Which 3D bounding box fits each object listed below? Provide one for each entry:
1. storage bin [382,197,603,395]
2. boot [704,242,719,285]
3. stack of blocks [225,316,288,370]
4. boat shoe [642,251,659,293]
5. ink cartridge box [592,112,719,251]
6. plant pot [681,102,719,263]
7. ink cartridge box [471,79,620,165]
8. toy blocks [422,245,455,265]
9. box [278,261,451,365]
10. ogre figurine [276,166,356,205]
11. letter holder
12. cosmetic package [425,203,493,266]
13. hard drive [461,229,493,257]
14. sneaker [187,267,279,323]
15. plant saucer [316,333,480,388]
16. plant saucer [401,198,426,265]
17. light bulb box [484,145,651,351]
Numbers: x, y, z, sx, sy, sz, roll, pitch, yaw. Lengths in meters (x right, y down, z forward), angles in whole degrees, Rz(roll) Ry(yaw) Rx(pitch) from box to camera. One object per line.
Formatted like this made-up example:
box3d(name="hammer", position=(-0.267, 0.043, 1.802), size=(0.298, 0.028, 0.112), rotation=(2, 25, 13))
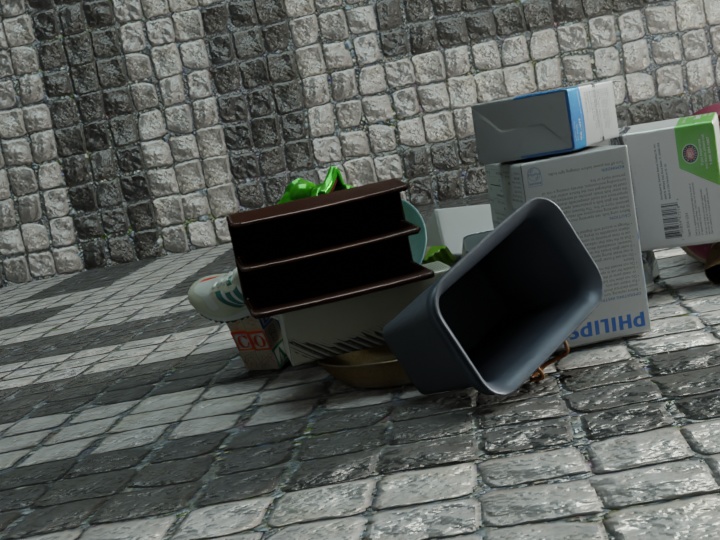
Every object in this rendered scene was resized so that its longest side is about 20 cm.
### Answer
box3d(name="storage bin", position=(0.127, 0.045, 1.224), size=(0.199, 0.147, 0.134), rotation=(-39, 8, -34))
box3d(name="boot", position=(0.502, -0.019, 1.464), size=(0.198, 0.074, 0.075), rotation=(-15, 18, 40))
box3d(name="stack of blocks", position=(-0.085, 0.048, 1.603), size=(0.058, 0.116, 0.200), rotation=(-7, 27, 35))
box3d(name="boat shoe", position=(0.339, -0.007, 1.573), size=(0.073, 0.066, 0.202), rotation=(-8, 8, 25))
box3d(name="ink cartridge box", position=(0.345, -0.103, 1.522), size=(0.197, 0.148, 0.084), rotation=(-6, 12, 22))
box3d(name="plant pot", position=(0.493, -0.103, 1.658), size=(0.197, 0.203, 0.179), rotation=(-7, 23, 29))
box3d(name="ink cartridge box", position=(0.218, -0.169, 1.392), size=(0.114, 0.069, 0.199), rotation=(-6, 8, 31))
box3d(name="toy blocks", position=(0.019, 0.039, 1.553), size=(0.198, 0.100, 0.137), rotation=(-2, 45, 48))
box3d(name="box", position=(0.009, 0.046, 1.376), size=(0.197, 0.070, 0.082), rotation=(-13, 7, -6))
box3d(name="ogre figurine", position=(-0.035, -0.051, 1.479), size=(0.198, 0.121, 0.098), rotation=(-3, -32, 38))
box3d(name="letter holder", position=(-0.034, -0.024, 1.319), size=(0.197, 0.102, 0.142), rotation=(-13, 10, -8))
box3d(name="cosmetic package", position=(0.189, -0.043, 1.727), size=(0.197, 0.072, 0.102), rotation=(-6, -20, -17))
box3d(name="hard drive", position=(0.200, -0.013, 1.669), size=(0.130, 0.027, 0.200), rotation=(-11, -19, -1))
box3d(name="sneaker", position=(-0.131, 0.010, 1.463), size=(0.197, 0.094, 0.071), rotation=(5, 45, 33))
box3d(name="plant saucer", position=(0.050, 0.093, 1.365), size=(0.197, 0.036, 0.200), rotation=(-12, 8, 2))
box3d(name="plant saucer", position=(0.000, 0.000, 1.512), size=(0.198, 0.039, 0.203), rotation=(-19, 47, 22))
box3d(name="light bulb box", position=(0.227, -0.031, 1.389), size=(0.123, 0.204, 0.198), rotation=(-10, 7, -4))
